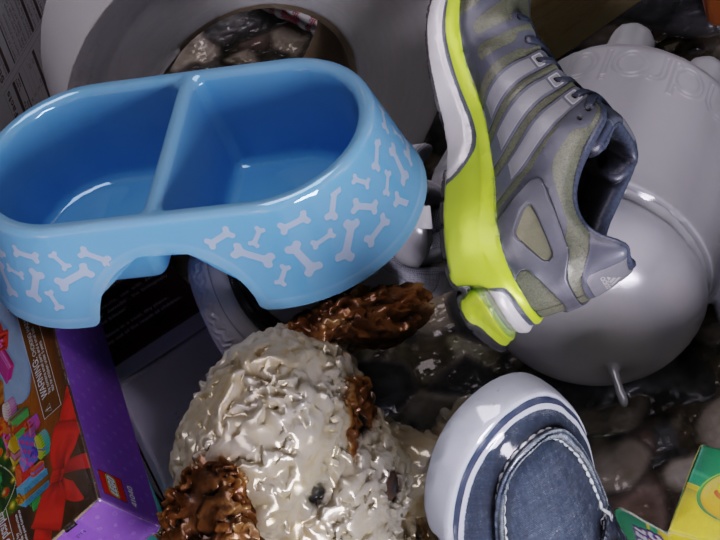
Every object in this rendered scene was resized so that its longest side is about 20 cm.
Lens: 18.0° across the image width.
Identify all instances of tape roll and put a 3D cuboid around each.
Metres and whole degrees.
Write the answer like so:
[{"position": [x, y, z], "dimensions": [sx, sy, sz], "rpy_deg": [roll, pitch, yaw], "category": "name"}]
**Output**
[{"position": [-0.060, -0.108, 1.159], "dimensions": [0.201, 0.203, 0.071], "rpy_deg": [-21, 42, -3], "category": "tape roll"}]

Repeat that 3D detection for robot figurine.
[{"position": [0.118, -0.027, 1.078], "dimensions": [0.169, 0.113, 0.201], "rpy_deg": [21, 50, 2], "category": "robot figurine"}]

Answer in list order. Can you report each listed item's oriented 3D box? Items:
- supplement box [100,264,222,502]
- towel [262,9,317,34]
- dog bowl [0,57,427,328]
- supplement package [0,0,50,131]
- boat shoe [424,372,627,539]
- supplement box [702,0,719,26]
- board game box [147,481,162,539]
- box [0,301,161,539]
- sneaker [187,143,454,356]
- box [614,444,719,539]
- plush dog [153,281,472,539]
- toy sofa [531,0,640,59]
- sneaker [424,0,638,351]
[{"position": [-0.124, 0.024, 1.111], "dimensions": [0.061, 0.109, 0.200], "rpy_deg": [-34, 45, -15], "category": "supplement box"}, {"position": [0.018, -0.181, 1.341], "dimensions": [0.146, 0.030, 0.200], "rpy_deg": [-39, 44, -23], "category": "towel"}, {"position": [-0.074, -0.037, 0.963], "dimensions": [0.199, 0.050, 0.112], "rpy_deg": [-6, 45, 18], "category": "dog bowl"}, {"position": [-0.265, -0.101, 1.257], "dimensions": [0.151, 0.151, 0.201], "rpy_deg": [3, 46, 21], "category": "supplement package"}, {"position": [0.086, 0.126, 0.866], "dimensions": [0.071, 0.201, 0.091], "rpy_deg": [-36, 49, -18], "category": "boat shoe"}, {"position": [0.282, -0.162, 1.200], "dimensions": [0.199, 0.069, 0.067], "rpy_deg": [11, 51, 26], "category": "supplement box"}, {"position": [-0.160, 0.188, 0.997], "dimensions": [0.151, 0.045, 0.201], "rpy_deg": [-13, 43, 7], "category": "board game box"}, {"position": [-0.166, 0.074, 1.001], "dimensions": [0.137, 0.039, 0.200], "rpy_deg": [-43, 43, 19], "category": "box"}, {"position": [0.000, 0.000, 1.047], "dimensions": [0.114, 0.200, 0.075], "rpy_deg": [-25, 84, 11], "category": "sneaker"}, {"position": [0.202, 0.130, 0.882], "dimensions": [0.199, 0.118, 0.049], "rpy_deg": [9, 54, 26], "category": "box"}, {"position": [-0.023, 0.097, 0.951], "dimensions": [0.160, 0.172, 0.200], "rpy_deg": [8, 49, 26], "category": "plush dog"}, {"position": [0.130, -0.179, 1.176], "dimensions": [0.200, 0.083, 0.098], "rpy_deg": [-34, 55, 1], "category": "toy sofa"}, {"position": [0.079, -0.064, 0.996], "dimensions": [0.081, 0.074, 0.201], "rpy_deg": [-14, 62, 20], "category": "sneaker"}]
